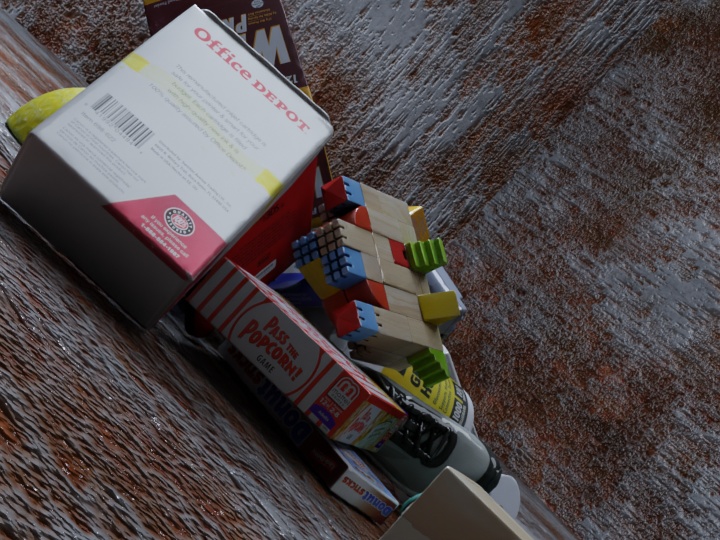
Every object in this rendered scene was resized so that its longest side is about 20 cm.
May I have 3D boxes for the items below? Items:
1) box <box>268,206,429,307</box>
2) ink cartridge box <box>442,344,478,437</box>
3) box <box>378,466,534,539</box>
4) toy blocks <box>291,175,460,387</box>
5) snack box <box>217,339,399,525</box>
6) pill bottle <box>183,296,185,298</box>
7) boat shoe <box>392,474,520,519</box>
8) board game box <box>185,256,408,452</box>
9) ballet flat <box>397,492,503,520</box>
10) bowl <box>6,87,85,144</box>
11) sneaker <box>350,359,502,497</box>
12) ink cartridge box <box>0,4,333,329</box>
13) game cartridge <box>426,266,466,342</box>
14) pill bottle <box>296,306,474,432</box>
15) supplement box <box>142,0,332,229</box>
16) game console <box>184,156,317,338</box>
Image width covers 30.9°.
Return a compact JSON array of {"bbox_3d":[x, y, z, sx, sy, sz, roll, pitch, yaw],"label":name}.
[{"bbox_3d":[-0.035,-0.010,1.286,0.119,0.200,0.042,-1,-66,39],"label":"box"},{"bbox_3d":[0.086,0.154,1.482,0.116,0.067,0.200,-108,178,-88],"label":"ink cartridge box"},{"bbox_3d":[0.111,0.230,0.857,0.200,0.078,0.095,43,0,25],"label":"box"},{"bbox_3d":[0.000,0.000,1.143,0.137,0.100,0.200,20,51,-51],"label":"toy blocks"},{"bbox_3d":[-0.044,0.121,1.032,0.072,0.024,0.200,44,-1,-42],"label":"snack box"},{"bbox_3d":[-0.172,-0.060,1.148,0.200,0.116,0.116,43,0,-43],"label":"pill bottle"},{"bbox_3d":[0.078,0.208,1.245,0.068,0.072,0.200,1,-12,36],"label":"boat shoe"},{"bbox_3d":[-0.043,0.072,1.022,0.151,0.046,0.200,42,-1,14],"label":"board game box"},{"bbox_3d":[0.100,0.227,1.016,0.200,0.076,0.064,37,20,-47],"label":"ballet flat"},{"bbox_3d":[-0.243,-0.122,1.306,0.200,0.108,0.200,42,1,-1],"label":"bowl"},{"bbox_3d":[0.031,0.138,1.133,0.200,0.074,0.079,28,-23,20],"label":"sneaker"},{"bbox_3d":[-0.133,-0.078,0.937,0.145,0.200,0.083,42,-42,-2],"label":"ink cartridge box"},{"bbox_3d":[0.020,0.057,1.396,0.041,0.200,0.133,3,46,-43],"label":"game cartridge"},{"bbox_3d":[0.013,0.112,1.286,0.200,0.112,0.112,42,1,-31],"label":"pill bottle"},{"bbox_3d":[-0.117,-0.162,1.306,0.197,0.133,0.200,77,-4,-57],"label":"supplement box"},{"bbox_3d":[-0.129,-0.068,1.092,0.119,0.173,0.200,17,30,19],"label":"game console"}]
